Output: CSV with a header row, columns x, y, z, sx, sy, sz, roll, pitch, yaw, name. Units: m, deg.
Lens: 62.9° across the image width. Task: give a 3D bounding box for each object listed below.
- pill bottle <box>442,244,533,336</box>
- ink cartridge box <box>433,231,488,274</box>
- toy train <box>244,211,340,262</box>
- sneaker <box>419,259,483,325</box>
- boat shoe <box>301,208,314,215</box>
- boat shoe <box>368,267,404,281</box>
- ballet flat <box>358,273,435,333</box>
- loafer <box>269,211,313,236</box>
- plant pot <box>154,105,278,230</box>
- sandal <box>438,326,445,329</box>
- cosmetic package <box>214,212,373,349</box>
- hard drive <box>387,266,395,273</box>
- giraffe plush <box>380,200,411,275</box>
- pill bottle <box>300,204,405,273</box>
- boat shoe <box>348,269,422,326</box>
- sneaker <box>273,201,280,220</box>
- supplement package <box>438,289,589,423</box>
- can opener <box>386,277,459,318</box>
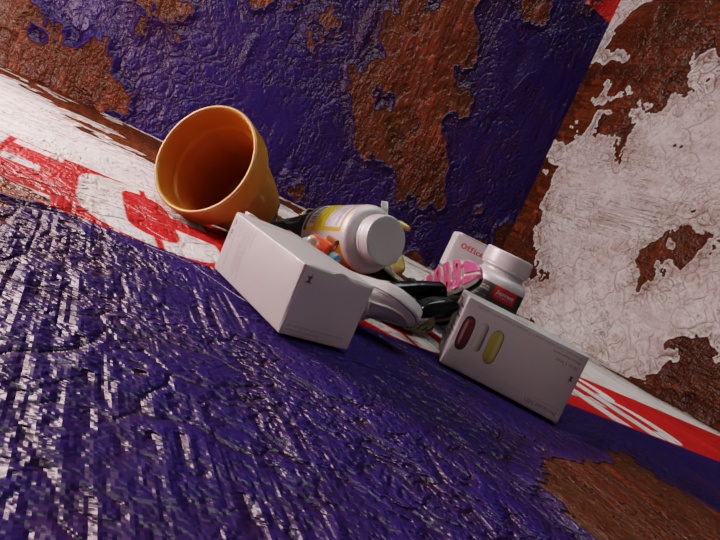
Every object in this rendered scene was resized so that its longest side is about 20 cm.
x,y,z,sx,sy,sz,roll,pitch,yaw,name
0.247,0.062,1.134,0.112,0.204,0.114,24,6,-3,pill bottle
0.232,0.035,1.303,0.142,0.204,0.084,25,6,-2,ink cartridge box
-0.093,-0.040,0.942,0.197,0.056,0.152,27,-27,32,toy train
0.158,0.050,1.097,0.087,0.198,0.075,36,40,-26,sneaker
-0.097,-0.083,1.251,0.070,0.062,0.202,11,14,-18,boat shoe
0.000,0.000,1.101,0.196,0.076,0.069,21,-17,18,boat shoe
0.063,0.055,1.009,0.196,0.069,0.075,23,-34,-21,ballet flat
-0.099,-0.082,1.144,0.194,0.074,0.063,-2,17,13,loafer
-0.238,-0.159,1.070,0.198,0.203,0.183,28,-9,24,plant pot
0.171,0.091,1.222,0.195,0.081,0.087,18,10,-5,sandal
-0.087,0.007,0.718,0.106,0.086,0.199,21,9,-38,cosmetic package
0.031,-0.011,1.244,0.131,0.027,0.200,41,-2,19,hard drive
0.027,-0.050,1.485,0.169,0.204,0.162,22,-23,-6,giraffe plush
-0.013,-0.054,0.992,0.108,0.112,0.198,22,-7,-33,pill bottle
-0.011,0.042,0.832,0.196,0.067,0.072,25,-30,5,boat shoe
-0.249,-0.140,1.287,0.073,0.082,0.199,28,6,27,sneaker
0.235,0.129,0.944,0.196,0.113,0.156,26,5,6,supplement package
0.059,0.042,0.928,0.195,0.065,0.078,3,-9,-24,can opener
